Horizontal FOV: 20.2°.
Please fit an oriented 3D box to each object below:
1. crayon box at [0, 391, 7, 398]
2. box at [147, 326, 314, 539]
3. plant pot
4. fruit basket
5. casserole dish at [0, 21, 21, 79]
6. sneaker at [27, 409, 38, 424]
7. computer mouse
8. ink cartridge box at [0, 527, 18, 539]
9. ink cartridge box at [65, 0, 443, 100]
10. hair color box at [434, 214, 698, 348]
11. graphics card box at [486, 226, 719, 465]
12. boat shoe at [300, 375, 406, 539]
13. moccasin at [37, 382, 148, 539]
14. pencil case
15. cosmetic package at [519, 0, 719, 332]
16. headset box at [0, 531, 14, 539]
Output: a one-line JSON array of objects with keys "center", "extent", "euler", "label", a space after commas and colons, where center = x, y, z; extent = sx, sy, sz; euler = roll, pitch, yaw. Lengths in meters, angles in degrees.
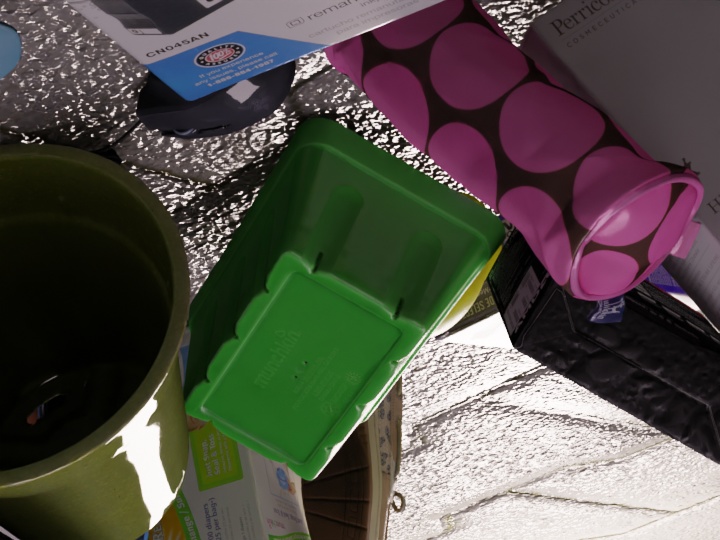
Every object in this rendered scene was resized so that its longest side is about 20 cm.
[{"center": [-0.301, 0.091, 1.172], "extent": [0.119, 0.058, 0.200], "euler": [-14, -163, 33], "label": "crayon box"}, {"center": [-0.105, 0.149, 1.398], "extent": [0.112, 0.201, 0.101], "euler": [-19, 159, 15], "label": "box"}, {"center": [-0.171, 0.067, 1.104], "extent": [0.199, 0.200, 0.190], "euler": [-14, 148, 1], "label": "plant pot"}, {"center": [0.000, 0.000, 1.212], "extent": [0.155, 0.216, 0.216], "euler": [29, 148, -6], "label": "fruit basket"}, {"center": [-0.254, -0.102, 0.904], "extent": [0.199, 0.039, 0.121], "euler": [-9, 158, -13], "label": "casserole dish"}, {"center": [-0.246, 0.086, 1.335], "extent": [0.080, 0.071, 0.200], "euler": [22, 146, 21], "label": "sneaker"}, {"center": [-0.115, -0.069, 1.076], "extent": [0.200, 0.034, 0.059], "euler": [-27, 156, 32], "label": "computer mouse"}, {"center": [-0.278, 0.217, 1.452], "extent": [0.128, 0.126, 0.200], "euler": [-4, -170, -23], "label": "ink cartridge box"}, {"center": [-0.058, -0.160, 0.810], "extent": [0.144, 0.084, 0.200], "euler": [-20, 157, 15], "label": "ink cartridge box"}, {"center": [0.140, 0.007, 1.366], "extent": [0.109, 0.065, 0.200], "euler": [-27, 161, 32], "label": "hair color box"}, {"center": [0.136, 0.031, 1.074], "extent": [0.125, 0.051, 0.200], "euler": [30, -173, -6], "label": "graphics card box"}, {"center": [0.005, 0.114, 1.390], "extent": [0.063, 0.201, 0.073], "euler": [1, -179, -43], "label": "boat shoe"}, {"center": [-0.187, 0.116, 1.303], "extent": [0.080, 0.201, 0.068], "euler": [3, -161, 31], "label": "moccasin"}, {"center": [0.072, -0.070, 0.969], "extent": [0.094, 0.200, 0.091], "euler": [-9, 137, -45], "label": "pencil case"}, {"center": [0.176, -0.062, 1.010], "extent": [0.102, 0.200, 0.074], "euler": [-35, 165, -17], "label": "cosmetic package"}, {"center": [-0.214, 0.174, 1.081], "extent": [0.149, 0.077, 0.200], "euler": [28, 169, 14], "label": "headset box"}]
